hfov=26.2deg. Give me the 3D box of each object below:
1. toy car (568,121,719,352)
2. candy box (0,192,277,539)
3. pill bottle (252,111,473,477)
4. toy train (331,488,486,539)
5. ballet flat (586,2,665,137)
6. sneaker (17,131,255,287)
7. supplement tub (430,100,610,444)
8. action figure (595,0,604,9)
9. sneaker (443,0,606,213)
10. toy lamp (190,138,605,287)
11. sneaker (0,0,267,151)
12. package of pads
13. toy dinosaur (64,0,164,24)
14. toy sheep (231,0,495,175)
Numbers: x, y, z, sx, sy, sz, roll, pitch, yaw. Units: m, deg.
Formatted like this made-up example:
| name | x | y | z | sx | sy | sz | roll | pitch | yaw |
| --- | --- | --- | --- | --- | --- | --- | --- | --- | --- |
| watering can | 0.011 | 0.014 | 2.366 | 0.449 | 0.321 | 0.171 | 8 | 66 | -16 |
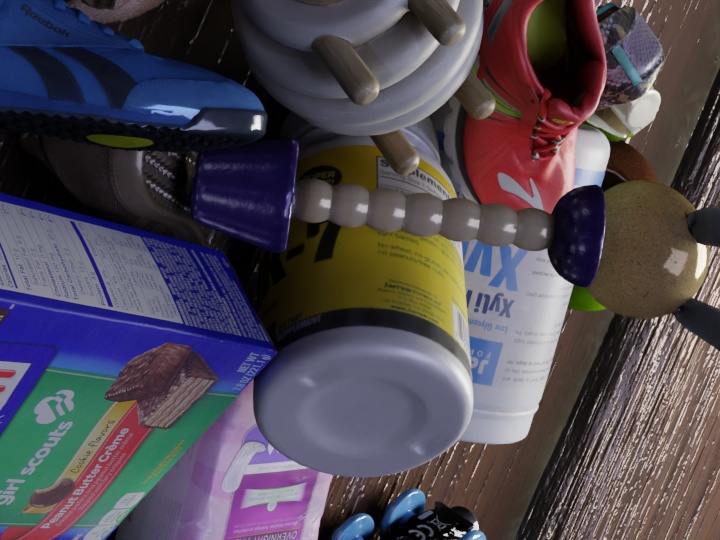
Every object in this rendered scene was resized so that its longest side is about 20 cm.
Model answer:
| name | x | y | z | sx | sy | sz | roll | pitch | yaw |
| --- | --- | --- | --- | --- | --- | --- | --- | --- | --- |
| toy car | 0.196 | -0.022 | 1.064 | 0.157 | 0.199 | 0.165 | -20 | 122 | -43 |
| candy box | -0.165 | 0.055 | 0.724 | 0.169 | 0.077 | 0.199 | -47 | 145 | 21 |
| pill bottle | 0.000 | 0.000 | 0.843 | 0.115 | 0.114 | 0.201 | 62 | 19 | -45 |
| toy train | 0.009 | 0.230 | 1.065 | 0.199 | 0.086 | 0.115 | -21 | 132 | -45 |
| ballet flat | 0.155 | -0.115 | 0.965 | 0.200 | 0.072 | 0.072 | -6 | 116 | -84 |
| sneaker | -0.109 | -0.043 | 0.810 | 0.200 | 0.075 | 0.071 | 60 | 45 | -67 |
| supplement tub | 0.072 | -0.006 | 0.982 | 0.132 | 0.132 | 0.201 | 2 | 105 | -50 |
| action figure | 0.049 | -0.174 | 0.928 | 0.199 | 0.134 | 0.149 | -24 | 169 | -26 |
| sneaker | 0.094 | -0.092 | 0.831 | 0.077 | 0.085 | 0.201 | -23 | 132 | -18 |
| toy lamp | 0.017 | -0.030 | 0.757 | 0.199 | 0.058 | 0.059 | 5 | 109 | -5 |
| sneaker | -0.136 | -0.097 | 0.672 | 0.199 | 0.066 | 0.079 | 7 | 82 | -8 |
| package of pads | -0.074 | 0.116 | 0.913 | 0.120 | 0.075 | 0.201 | 4 | 104 | -48 |
| toy dinosaur | -0.093 | -0.183 | 0.745 | 0.201 | 0.086 | 0.135 | -64 | 164 | 13 |
| toy sheep | 0.002 | -0.127 | 0.778 | 0.138 | 0.137 | 0.200 | -58 | 161 | -12 |
